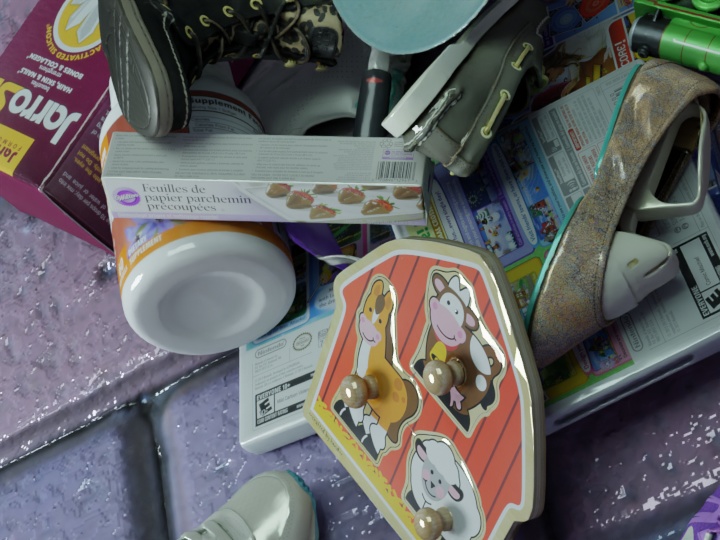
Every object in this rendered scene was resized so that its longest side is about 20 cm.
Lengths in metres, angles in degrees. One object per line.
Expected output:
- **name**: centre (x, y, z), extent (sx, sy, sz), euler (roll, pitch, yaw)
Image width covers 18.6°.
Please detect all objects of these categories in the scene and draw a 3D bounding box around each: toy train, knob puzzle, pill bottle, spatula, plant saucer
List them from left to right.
- **pill bottle**: centre (-0.111, -0.054, 1.437), extent (0.112, 0.112, 0.201), euler (-27, 50, 16)
- **spatula**: centre (0.000, 0.000, 1.336), extent (0.021, 0.056, 0.200), euler (-57, 39, 5)
- **spatula**: centre (0.014, -0.140, 1.424), extent (0.056, 0.021, 0.201), euler (5, 69, 14)
- **knob puzzle**: centre (0.035, 0.069, 1.247), extent (0.219, 0.030, 0.221), euler (20, 116, 50)
- **plant saucer**: centre (0.049, -0.230, 1.348), extent (0.201, 0.039, 0.202), euler (-10, 77, 50)
- **toy train**: centre (0.248, -0.129, 1.302), extent (0.199, 0.042, 0.057), euler (17, 60, 26)

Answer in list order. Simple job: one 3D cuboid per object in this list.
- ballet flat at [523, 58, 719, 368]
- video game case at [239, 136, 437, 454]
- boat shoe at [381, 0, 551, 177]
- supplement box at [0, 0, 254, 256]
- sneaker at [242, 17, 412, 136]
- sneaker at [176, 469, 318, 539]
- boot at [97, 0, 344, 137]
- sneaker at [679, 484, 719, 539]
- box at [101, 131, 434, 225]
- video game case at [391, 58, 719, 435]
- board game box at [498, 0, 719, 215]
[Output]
- **ballet flat**: centre (0.154, -0.031, 1.235), extent (0.067, 0.068, 0.201), euler (16, 72, 24)
- **video game case**: centre (0.004, 0.005, 1.397), extent (0.199, 0.024, 0.183), euler (-23, 53, 31)
- **boat shoe**: centre (0.077, -0.116, 1.337), extent (0.072, 0.060, 0.202), euler (-48, 0, 34)
- **supplement box**: centre (-0.183, -0.131, 1.580), extent (0.131, 0.103, 0.200), euler (23, 76, 41)
- **sneaker**: centre (0.011, -0.140, 1.486), extent (0.200, 0.075, 0.089), euler (-45, 52, 13)
- **sneaker**: centre (-0.105, 0.198, 1.328), extent (0.200, 0.081, 0.076), euler (-48, 45, -4)
- **boot**: centre (-0.085, -0.148, 1.394), extent (0.150, 0.074, 0.200), euler (-5, 26, -13)
- **sneaker**: centre (0.215, 0.113, 1.165), extent (0.200, 0.083, 0.081), euler (-52, 47, -4)
- **box**: centre (-0.055, -0.056, 1.334), extent (0.199, 0.039, 0.042), euler (1, 51, 9)
- **video game case**: centre (0.121, -0.009, 1.292), extent (0.181, 0.022, 0.201), euler (-27, 54, 10)
- **board game box**: centre (0.149, -0.090, 1.375), extent (0.135, 0.034, 0.201), euler (-24, 50, 20)
